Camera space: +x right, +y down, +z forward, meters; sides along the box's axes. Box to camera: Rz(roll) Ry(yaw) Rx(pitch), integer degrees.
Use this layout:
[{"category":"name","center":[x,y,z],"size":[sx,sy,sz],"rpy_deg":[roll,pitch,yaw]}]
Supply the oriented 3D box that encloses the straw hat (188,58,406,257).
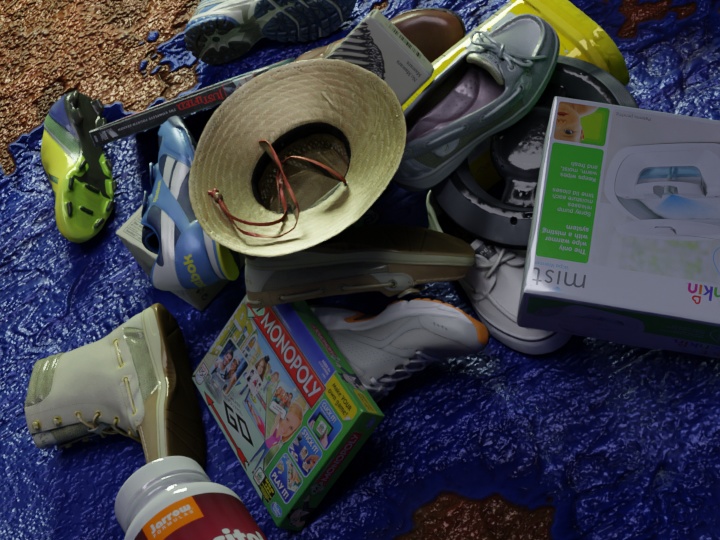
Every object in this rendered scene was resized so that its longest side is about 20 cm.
[{"category":"straw hat","center":[-0.046,-0.076,1.366],"size":[0.201,0.085,0.201],"rpy_deg":[-9,56,13]}]

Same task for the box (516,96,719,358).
[{"category":"box","center":[0.239,-0.031,1.305],"size":[0.200,0.097,0.177],"rpy_deg":[10,71,6]}]

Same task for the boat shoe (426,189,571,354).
[{"category":"boat shoe","center":[0.119,-0.006,1.421],"size":[0.072,0.066,0.200],"rpy_deg":[-31,48,-1]}]

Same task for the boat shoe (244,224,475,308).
[{"category":"boat shoe","center":[-0.001,0.001,1.389],"size":[0.200,0.063,0.073],"rpy_deg":[-2,20,-3]}]

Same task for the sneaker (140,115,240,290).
[{"category":"sneaker","center":[-0.173,-0.064,1.494],"size":[0.082,0.074,0.200],"rpy_deg":[-23,50,8]}]

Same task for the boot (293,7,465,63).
[{"category":"boot","center":[0.002,-0.199,1.553],"size":[0.188,0.069,0.200],"rpy_deg":[-7,17,13]}]

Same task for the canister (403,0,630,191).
[{"category":"canister","center":[0.134,-0.170,1.529],"size":[0.200,0.087,0.149],"rpy_deg":[-38,50,-4]}]

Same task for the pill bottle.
[{"category":"pill bottle","center":[-0.126,0.248,1.306],"size":[0.113,0.113,0.200],"rpy_deg":[-37,48,-5]}]

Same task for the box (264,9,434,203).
[{"category":"box","center":[-0.030,-0.136,1.433],"size":[0.200,0.082,0.068],"rpy_deg":[-46,6,14]}]

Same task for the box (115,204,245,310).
[{"category":"box","center":[-0.134,-0.069,1.580],"size":[0.095,0.078,0.200],"rpy_deg":[31,72,38]}]

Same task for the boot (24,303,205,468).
[{"category":"boot","center":[-0.229,0.141,1.468],"size":[0.154,0.072,0.200],"rpy_deg":[-23,53,12]}]

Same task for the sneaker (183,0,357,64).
[{"category":"sneaker","center":[-0.099,-0.296,1.744],"size":[0.200,0.077,0.085],"rpy_deg":[-11,47,17]}]

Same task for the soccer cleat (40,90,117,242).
[{"category":"soccer cleat","center":[-0.308,-0.102,1.712],"size":[0.084,0.065,0.200],"rpy_deg":[-38,45,35]}]

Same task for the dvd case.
[{"category":"dvd case","center":[-0.170,-0.177,1.660],"size":[0.200,0.022,0.146],"rpy_deg":[-19,8,11]}]

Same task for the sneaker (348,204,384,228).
[{"category":"sneaker","center":[-0.030,-0.040,1.515],"size":[0.087,0.074,0.200],"rpy_deg":[7,57,23]}]

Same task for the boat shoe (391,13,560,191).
[{"category":"boat shoe","center":[0.097,-0.156,1.398],"size":[0.202,0.065,0.074],"rpy_deg":[-42,62,-10]}]

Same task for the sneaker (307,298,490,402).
[{"category":"sneaker","center":[0.024,0.081,1.400],"size":[0.200,0.076,0.092],"rpy_deg":[-6,63,37]}]

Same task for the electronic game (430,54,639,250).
[{"category":"electronic game","center":[0.155,-0.108,1.421],"size":[0.200,0.042,0.200],"rpy_deg":[-6,62,10]}]

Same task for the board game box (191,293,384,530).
[{"category":"board game box","center":[-0.069,0.110,1.404],"size":[0.135,0.029,0.200],"rpy_deg":[-56,45,20]}]
